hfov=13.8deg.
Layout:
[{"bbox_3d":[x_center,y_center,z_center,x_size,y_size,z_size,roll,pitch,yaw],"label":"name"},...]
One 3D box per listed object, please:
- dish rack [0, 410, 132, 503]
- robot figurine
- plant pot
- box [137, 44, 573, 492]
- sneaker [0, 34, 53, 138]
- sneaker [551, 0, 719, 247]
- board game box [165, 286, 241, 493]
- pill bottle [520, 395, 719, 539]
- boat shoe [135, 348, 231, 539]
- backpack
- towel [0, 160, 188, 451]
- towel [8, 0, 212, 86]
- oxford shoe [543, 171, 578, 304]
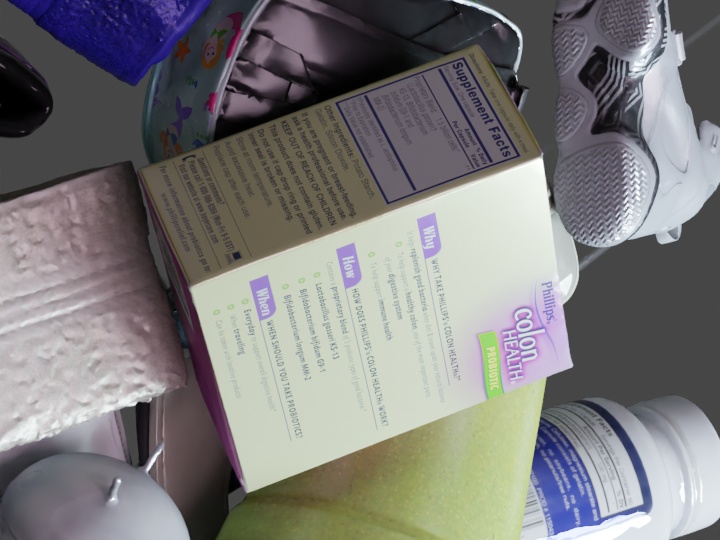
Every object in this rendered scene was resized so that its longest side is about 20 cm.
[{"bbox_3d":[-0.201,0.110,1.673,0.171,0.044,0.200,-33,145,-20],"label":"dish rack"},{"bbox_3d":[-0.166,0.183,1.647,0.113,0.170,0.201,29,110,-5],"label":"robot figurine"},{"bbox_3d":[0.024,0.119,1.743,0.200,0.200,0.185,34,66,-37],"label":"plant pot"},{"bbox_3d":[0.000,0.000,1.611,0.199,0.097,0.176,-20,138,-7],"label":"box"},{"bbox_3d":[-0.253,-0.115,1.568,0.199,0.087,0.076,9,103,-35],"label":"sneaker"},{"bbox_3d":[0.177,-0.111,1.867,0.115,0.075,0.201,8,85,-54],"label":"sneaker"},{"bbox_3d":[-0.024,0.032,1.812,0.199,0.028,0.136,-28,121,-21],"label":"board game box"},{"bbox_3d":[0.130,0.147,1.901,0.199,0.120,0.120,-14,115,-29],"label":"pill bottle"},{"bbox_3d":[-0.115,0.134,1.765,0.073,0.062,0.201,-37,129,-43],"label":"boat shoe"},{"bbox_3d":[-0.027,-0.100,1.684,0.199,0.150,0.178,13,100,-45],"label":"backpack"},{"bbox_3d":[-0.193,0.030,1.585,0.199,0.034,0.133,-19,99,-27],"label":"towel"},{"bbox_3d":[-0.156,-0.202,1.572,0.200,0.050,0.148,33,104,-17],"label":"towel"},{"bbox_3d":[0.089,-0.047,1.841,0.075,0.058,0.200,-40,127,-18],"label":"oxford shoe"}]
